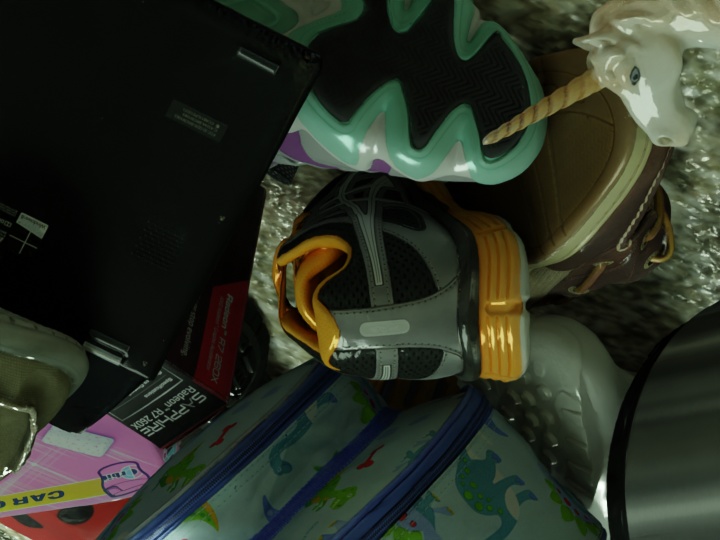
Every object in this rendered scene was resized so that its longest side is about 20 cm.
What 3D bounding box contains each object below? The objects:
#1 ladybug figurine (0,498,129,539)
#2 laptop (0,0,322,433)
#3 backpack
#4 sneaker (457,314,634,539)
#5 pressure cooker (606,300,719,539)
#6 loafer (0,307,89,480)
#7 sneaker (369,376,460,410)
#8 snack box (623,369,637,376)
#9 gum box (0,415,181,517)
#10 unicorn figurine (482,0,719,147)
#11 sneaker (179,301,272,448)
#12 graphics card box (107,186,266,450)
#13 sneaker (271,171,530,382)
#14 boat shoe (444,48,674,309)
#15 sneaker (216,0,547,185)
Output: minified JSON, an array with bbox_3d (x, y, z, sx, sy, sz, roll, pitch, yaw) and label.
[{"bbox_3d":[-0.185,0.101,1.308,0.136,0.072,0.200,-5,144,44],"label":"ladybug figurine"},{"bbox_3d":[-0.143,-0.042,0.826,0.187,0.200,0.116,26,-166,-11],"label":"laptop"},{"bbox_3d":[-0.018,0.123,0.922,0.147,0.183,0.200,51,145,-5],"label":"backpack"},{"bbox_3d":[0.097,0.068,0.974,0.076,0.080,0.200,43,163,29],"label":"sneaker"},{"bbox_3d":[0.209,0.079,0.840,0.179,0.176,0.200,41,148,-22],"label":"pressure cooker"},{"bbox_3d":[-0.144,0.056,0.816,0.075,0.070,0.200,23,161,-2],"label":"loafer"},{"bbox_3d":[0.060,0.108,1.089,0.200,0.075,0.088,42,157,-18],"label":"sneaker"},{"bbox_3d":[0.098,0.065,1.074,0.200,0.024,0.072,13,154,17],"label":"snack box"},{"bbox_3d":[-0.183,0.055,1.039,0.200,0.066,0.114,-10,140,6],"label":"gum box"},{"bbox_3d":[0.160,-0.064,0.731,0.137,0.074,0.200,40,136,-16],"label":"unicorn figurine"},{"bbox_3d":[-0.080,0.069,1.181,0.091,0.076,0.200,15,146,27],"label":"sneaker"},{"bbox_3d":[-0.131,-0.030,0.940,0.200,0.126,0.051,35,132,-25],"label":"graphics card box"},{"bbox_3d":[0.000,0.000,0.891,0.077,0.078,0.200,-7,-173,-15],"label":"sneaker"},{"bbox_3d":[0.082,-0.027,0.871,0.072,0.072,0.200,-4,158,-18],"label":"boat shoe"},{"bbox_3d":[-0.023,-0.062,0.869,0.200,0.078,0.140,24,158,15],"label":"sneaker"}]
